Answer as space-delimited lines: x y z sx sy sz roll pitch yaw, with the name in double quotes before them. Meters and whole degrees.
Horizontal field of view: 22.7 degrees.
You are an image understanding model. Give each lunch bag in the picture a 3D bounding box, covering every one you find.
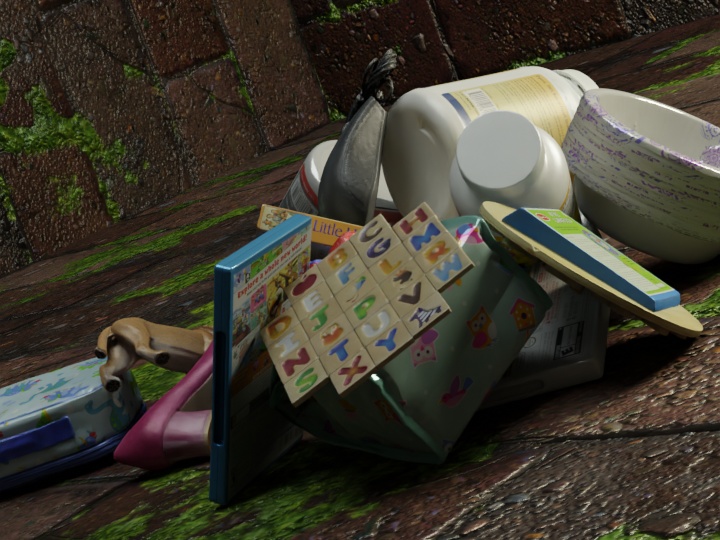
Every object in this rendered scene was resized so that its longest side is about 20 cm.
"lunch bag" 0.025 0.054 1.407 0.171 0.122 0.200 -51 22 -22
"lunch bag" -0.318 0.157 1.767 0.199 0.083 0.161 -19 9 5

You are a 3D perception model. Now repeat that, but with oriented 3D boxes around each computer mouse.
"computer mouse" -0.010 -0.104 1.717 0.052 0.201 0.139 12 -34 -7

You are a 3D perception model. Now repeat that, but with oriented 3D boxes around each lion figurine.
"lion figurine" -0.190 0.080 1.764 0.073 0.199 0.123 -55 35 15

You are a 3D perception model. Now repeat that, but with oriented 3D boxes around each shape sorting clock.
"shape sorting clock" 0.180 0.000 1.410 0.039 0.199 0.200 -57 3 12

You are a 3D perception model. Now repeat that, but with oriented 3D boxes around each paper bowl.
"paper bowl" 0.276 -0.079 1.631 0.199 0.105 0.201 18 20 -7

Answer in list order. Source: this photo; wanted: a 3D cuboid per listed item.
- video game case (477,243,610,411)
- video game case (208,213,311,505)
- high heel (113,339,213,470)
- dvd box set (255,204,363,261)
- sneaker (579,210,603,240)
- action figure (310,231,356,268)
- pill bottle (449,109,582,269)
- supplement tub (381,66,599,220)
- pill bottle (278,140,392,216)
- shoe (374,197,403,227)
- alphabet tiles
"video game case" 0.121 0.054 1.495 0.181 0.023 0.200 -17 24 19
"video game case" -0.080 0.070 1.442 0.018 0.202 0.143 12 22 22
"high heel" -0.161 0.115 1.664 0.095 0.068 0.201 -7 34 15
"dvd box set" 0.000 0.000 1.659 0.198 0.030 0.147 13 -23 0
"sneaker" 0.181 -0.013 1.738 0.081 0.078 0.200 -25 0 -12
"action figure" -0.020 0.019 1.593 0.200 0.099 0.066 -23 43 55
"pill bottle" 0.135 -0.063 1.565 0.104 0.105 0.200 -19 -25 5
"supplement tub" 0.136 -0.121 1.753 0.199 0.146 0.144 -14 6 -30
"pill bottle" -0.043 -0.034 1.931 0.116 0.116 0.200 -30 -21 -47
"shoe" 0.062 -0.018 1.783 0.199 0.091 0.072 5 -42 -21
"alphabet tiles" 0.001 0.022 1.345 0.166 0.006 0.200 -38 25 3
